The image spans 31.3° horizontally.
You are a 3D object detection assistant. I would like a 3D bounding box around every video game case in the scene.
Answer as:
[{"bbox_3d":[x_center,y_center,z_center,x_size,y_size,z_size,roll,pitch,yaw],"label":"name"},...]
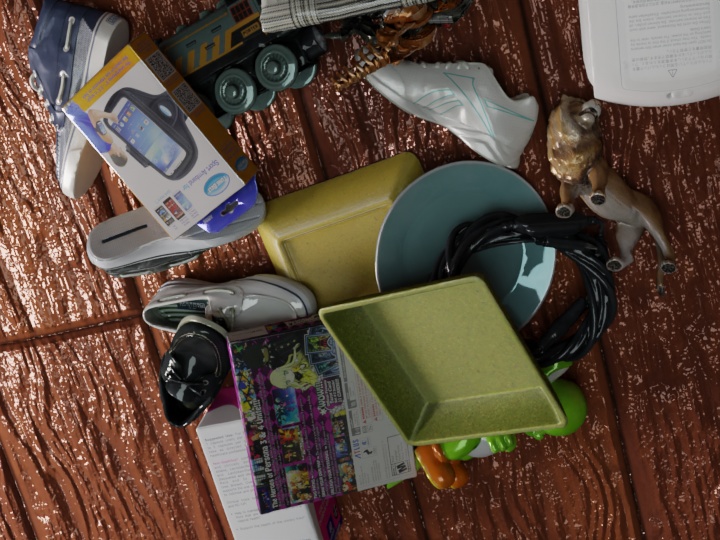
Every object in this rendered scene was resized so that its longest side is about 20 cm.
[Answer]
[{"bbox_3d":[-0.039,0.145,1.360,0.179,0.036,0.203,-13,109,-10],"label":"video game case"}]

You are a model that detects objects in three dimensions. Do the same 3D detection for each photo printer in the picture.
[{"bbox_3d":[0.288,-0.256,1.208,0.164,0.070,0.203,-5,111,12],"label":"photo printer"}]

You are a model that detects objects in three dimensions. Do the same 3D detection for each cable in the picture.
[{"bbox_3d":[0.163,0.022,1.317,0.197,0.051,0.166,-5,107,-8],"label":"cable"}]

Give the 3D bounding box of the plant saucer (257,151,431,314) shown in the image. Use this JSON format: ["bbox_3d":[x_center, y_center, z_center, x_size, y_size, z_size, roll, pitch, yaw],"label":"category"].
[{"bbox_3d":[0.000,0.000,1.377,0.197,0.049,0.202,-18,107,17],"label":"plant saucer"}]

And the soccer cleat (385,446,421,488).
[{"bbox_3d":[-0.020,0.175,1.436,0.199,0.068,0.081,36,120,-11],"label":"soccer cleat"}]

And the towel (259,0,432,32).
[{"bbox_3d":[-0.005,-0.325,1.192,0.190,0.035,0.203,-8,65,14],"label":"towel"}]

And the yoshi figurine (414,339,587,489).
[{"bbox_3d":[0.164,0.169,1.382,0.200,0.113,0.112,-41,120,10],"label":"yoshi figurine"}]

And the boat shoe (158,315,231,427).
[{"bbox_3d":[-0.185,0.116,1.393,0.074,0.067,0.200,29,149,-5],"label":"boat shoe"}]

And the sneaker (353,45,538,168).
[{"bbox_3d":[0.087,-0.182,1.284,0.198,0.071,0.081,27,105,-7],"label":"sneaker"}]

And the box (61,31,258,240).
[{"bbox_3d":[-0.194,-0.123,1.287,0.119,0.042,0.201,-33,101,34],"label":"box"}]

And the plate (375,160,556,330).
[{"bbox_3d":[0.108,-0.015,1.333,0.197,0.026,0.203,-3,103,-12],"label":"plate"}]

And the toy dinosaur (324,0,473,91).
[{"bbox_3d":[0.032,-0.251,1.210,0.135,0.200,0.103,23,132,30],"label":"toy dinosaur"}]

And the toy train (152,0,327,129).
[{"bbox_3d":[-0.130,-0.215,1.304,0.198,0.085,0.115,-25,92,22],"label":"toy train"}]

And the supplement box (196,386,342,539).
[{"bbox_3d":[-0.101,0.236,1.459,0.102,0.101,0.203,-13,109,15],"label":"supplement box"}]

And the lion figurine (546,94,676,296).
[{"bbox_3d":[0.250,-0.075,1.281,0.072,0.123,0.200,-25,121,30],"label":"lion figurine"}]

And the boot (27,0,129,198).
[{"bbox_3d":[-0.309,-0.184,1.359,0.089,0.073,0.203,20,106,10],"label":"boot"}]

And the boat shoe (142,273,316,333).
[{"bbox_3d":[-0.144,0.050,1.388,0.197,0.067,0.075,-2,115,28],"label":"boat shoe"}]

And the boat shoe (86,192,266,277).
[{"bbox_3d":[-0.195,-0.044,1.386,0.197,0.071,0.073,-13,69,3],"label":"boat shoe"}]

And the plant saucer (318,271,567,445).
[{"bbox_3d":[0.088,0.081,1.283,0.198,0.048,0.201,-12,124,36],"label":"plant saucer"}]
